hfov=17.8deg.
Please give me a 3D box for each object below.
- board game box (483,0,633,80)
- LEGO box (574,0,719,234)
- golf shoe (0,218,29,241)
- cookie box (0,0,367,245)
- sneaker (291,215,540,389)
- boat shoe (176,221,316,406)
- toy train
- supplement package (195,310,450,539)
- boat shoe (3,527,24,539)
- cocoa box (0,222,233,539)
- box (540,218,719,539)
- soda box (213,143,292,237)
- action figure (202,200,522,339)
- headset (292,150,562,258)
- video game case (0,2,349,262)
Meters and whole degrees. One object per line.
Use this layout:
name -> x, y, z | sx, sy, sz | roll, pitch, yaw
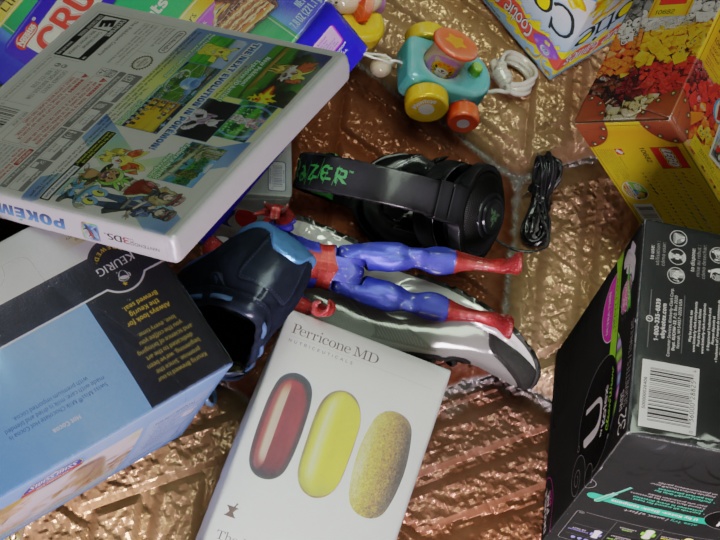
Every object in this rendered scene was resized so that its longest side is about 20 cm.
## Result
board game box -> 0.164, -0.238, 1.584 | 0.103, 0.200, 0.105 | -33, 76, -24
LEGO box -> 0.241, -0.090, 1.538 | 0.200, 0.077, 0.149 | 51, 54, -38
golf shoe -> -0.251, -0.004, 1.439 | 0.200, 0.095, 0.078 | -40, 67, -18
cookie box -> -0.127, -0.141, 1.480 | 0.200, 0.075, 0.171 | 36, 84, 31
sneaker -> 0.023, 0.036, 1.504 | 0.200, 0.074, 0.079 | 24, 84, -3
boat shoe -> -0.093, 0.030, 1.398 | 0.084, 0.200, 0.069 | 31, 62, -1
toy train -> 0.037, -0.190, 1.600 | 0.200, 0.056, 0.150 | 44, 49, 8
supplement package -> -0.034, 0.146, 1.407 | 0.114, 0.110, 0.200 | 20, 62, -3
boat shoe -> -0.213, 0.102, 1.417 | 0.069, 0.074, 0.200 | 23, 62, -15
cocoa box -> -0.199, 0.068, 1.317 | 0.200, 0.133, 0.131 | -30, 80, -28
box -> 0.200, 0.084, 1.438 | 0.124, 0.200, 0.149 | 11, 63, -6
soda box -> -0.081, -0.124, 1.550 | 0.063, 0.068, 0.200 | 3, 64, -9
action figure -> 0.000, 0.000, 1.423 | 0.200, 0.099, 0.065 | 8, 89, 0
headset -> 0.051, -0.056, 1.522 | 0.200, 0.123, 0.094 | 16, 87, -37
video game case -> -0.132, -0.086, 1.345 | 0.182, 0.022, 0.200 | 14, 41, 25
